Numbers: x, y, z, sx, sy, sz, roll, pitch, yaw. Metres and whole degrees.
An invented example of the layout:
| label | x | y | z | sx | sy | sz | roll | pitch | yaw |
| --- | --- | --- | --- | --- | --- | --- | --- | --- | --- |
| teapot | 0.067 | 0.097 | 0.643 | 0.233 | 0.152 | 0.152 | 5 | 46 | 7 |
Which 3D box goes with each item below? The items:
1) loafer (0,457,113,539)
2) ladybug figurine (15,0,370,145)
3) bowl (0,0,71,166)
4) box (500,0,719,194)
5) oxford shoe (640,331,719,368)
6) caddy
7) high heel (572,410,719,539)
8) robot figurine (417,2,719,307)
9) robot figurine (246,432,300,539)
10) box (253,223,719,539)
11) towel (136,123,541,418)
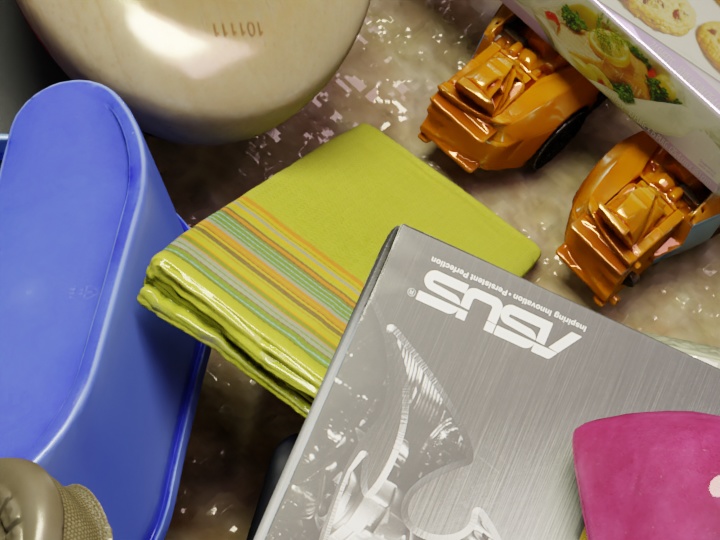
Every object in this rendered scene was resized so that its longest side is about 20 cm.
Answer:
| label | x | y | z | sx | sy | sz | roll | pitch | yaw |
| --- | --- | --- | --- | --- | --- | --- | --- | --- | --- |
| loafer | -0.089 | 0.144 | 0.626 | 0.067 | 0.202 | 0.076 | -5 | 24 | -34 |
| ladybug figurine | -0.066 | -0.126 | 0.785 | 0.135 | 0.072 | 0.201 | -4 | 62 | -16 |
| bowl | -0.137 | -0.124 | 0.834 | 0.199 | 0.039 | 0.202 | 5 | 60 | -9 |
| box | 0.072 | -0.111 | 0.804 | 0.041 | 0.039 | 0.200 | -39 | 75 | -26 |
| oxford shoe | 0.138 | 0.058 | 0.778 | 0.198 | 0.075 | 0.058 | 14 | 94 | -2 |
| caddy | -0.124 | 0.033 | 0.710 | 0.140 | 0.105 | 0.201 | 2 | 53 | 14 |
| high heel | 0.078 | 0.137 | 0.554 | 0.095 | 0.067 | 0.202 | 11 | 90 | 26 |
| robot figurine | 0.125 | -0.082 | 0.856 | 0.145 | 0.058 | 0.200 | 43 | 61 | 12 |
| robot figurine | 0.061 | 0.112 | 0.690 | 0.198 | 0.125 | 0.152 | 15 | 82 | -3 |
| box | 0.066 | 0.101 | 0.606 | 0.199 | 0.048 | 0.159 | 25 | 76 | 0 |
| towel | 0.000 | 0.000 | 0.743 | 0.086 | 0.018 | 0.200 | 37 | 24 | 6 |
